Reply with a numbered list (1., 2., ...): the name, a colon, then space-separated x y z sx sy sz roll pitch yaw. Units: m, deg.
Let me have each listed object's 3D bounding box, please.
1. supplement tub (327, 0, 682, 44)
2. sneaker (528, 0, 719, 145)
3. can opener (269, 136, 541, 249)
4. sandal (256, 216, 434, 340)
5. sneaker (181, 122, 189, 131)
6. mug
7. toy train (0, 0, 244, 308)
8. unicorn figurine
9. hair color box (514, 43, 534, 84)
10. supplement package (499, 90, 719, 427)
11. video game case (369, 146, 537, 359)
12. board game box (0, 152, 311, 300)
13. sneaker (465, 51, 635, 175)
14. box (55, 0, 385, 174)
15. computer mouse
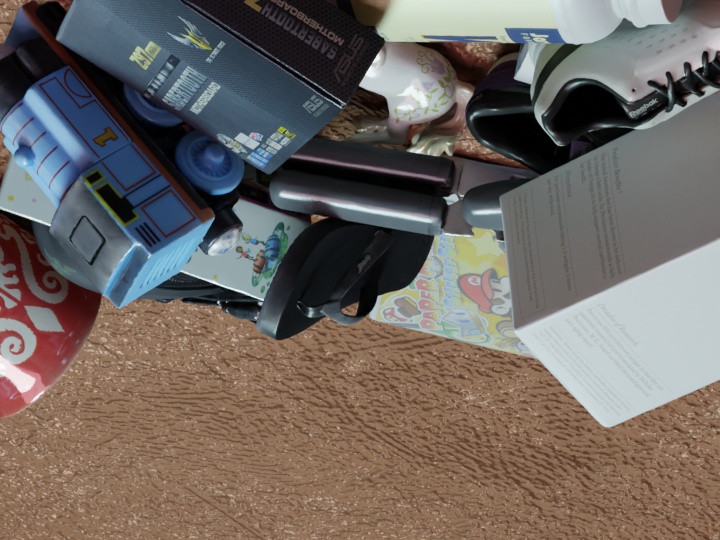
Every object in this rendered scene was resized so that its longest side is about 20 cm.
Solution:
1. supplement tub: 0.075 -0.199 1.310 0.199 0.145 0.145 2 145 17
2. sneaker: 0.187 -0.118 1.345 0.199 0.080 0.074 -15 133 29
3. can opener: 0.041 -0.056 1.508 0.199 0.054 0.067 10 158 6
4. sandal: 0.000 -0.001 1.567 0.043 0.200 0.076 29 118 24
5. sneaker: -0.099 -0.138 1.536 0.095 0.079 0.200 25 153 -27
6. mug: -0.324 0.007 1.770 0.177 0.134 0.200 -23 129 39
7. toy train: -0.159 -0.079 1.460 0.200 0.114 0.087 50 140 9
8. unicorn figurine: -0.004 -0.134 1.512 0.200 0.074 0.137 16 149 -34
9. hair color box: 0.204 -0.137 1.432 0.199 0.061 0.099 16 145 -5
10. supplement package: 0.199 -0.014 1.412 0.200 0.117 0.117 -25 132 23
11. video game case: 0.106 -0.004 1.693 0.181 0.023 0.200 13 146 1
12. board game box: -0.137 -0.053 1.596 0.199 0.148 0.064 18 102 -7
13. sneaker: 0.160 -0.069 1.477 0.199 0.088 0.076 18 116 11
14. box: -0.085 -0.132 1.350 0.157 0.051 0.200 33 164 -8
15. computer mouse: -0.156 0.001 1.698 0.200 0.053 0.138 25 172 -35
